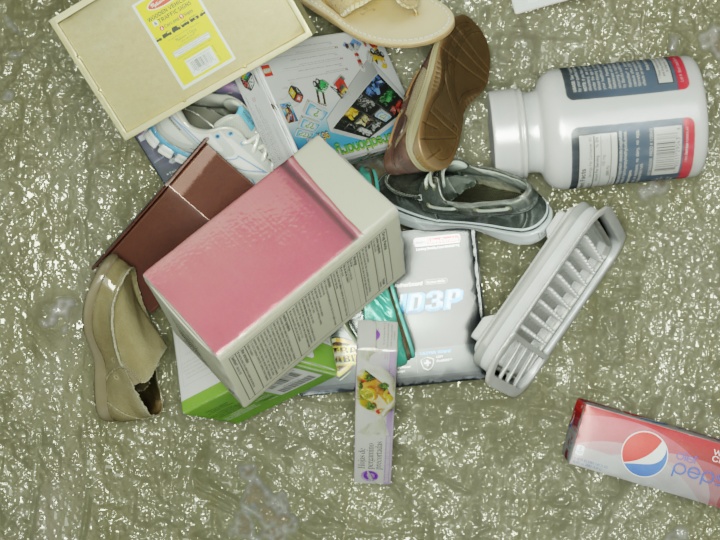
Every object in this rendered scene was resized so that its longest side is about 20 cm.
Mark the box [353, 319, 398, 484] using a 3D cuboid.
[{"bbox_3d":[0.014,0.131,1.142,0.039,0.041,0.200,3,133,2],"label":"box"}]

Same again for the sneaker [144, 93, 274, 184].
[{"bbox_3d":[-0.107,-0.118,1.108,0.200,0.087,0.075,23,62,-10],"label":"sneaker"}]

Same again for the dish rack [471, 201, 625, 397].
[{"bbox_3d":[0.178,0.025,1.137,0.044,0.172,0.200,36,92,23],"label":"dish rack"}]

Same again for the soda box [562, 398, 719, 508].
[{"bbox_3d":[0.307,0.186,1.169,0.200,0.070,0.063,16,90,4],"label":"soda box"}]

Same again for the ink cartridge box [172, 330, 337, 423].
[{"bbox_3d":[-0.114,0.031,1.170,0.148,0.076,0.200,-28,60,32],"label":"ink cartridge box"}]

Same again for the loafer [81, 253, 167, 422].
[{"bbox_3d":[-0.229,0.070,1.169,0.067,0.076,0.200,9,129,8],"label":"loafer"}]

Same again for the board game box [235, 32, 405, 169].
[{"bbox_3d":[-0.028,-0.164,1.138,0.035,0.200,0.126,-26,87,40],"label":"board game box"}]

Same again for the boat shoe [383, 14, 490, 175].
[{"bbox_3d":[0.070,-0.172,1.163,0.072,0.072,0.200,40,53,-30],"label":"boat shoe"}]

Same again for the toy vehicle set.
[{"bbox_3d":[-0.156,-0.215,1.032,0.200,0.027,0.124,-26,105,13],"label":"toy vehicle set"}]

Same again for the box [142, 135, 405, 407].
[{"bbox_3d":[-0.070,0.002,1.031,0.200,0.128,0.109,-40,67,-14],"label":"box"}]

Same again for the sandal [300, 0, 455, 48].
[{"bbox_3d":[-0.010,-0.283,1.153,0.212,0.070,0.078,24,63,24],"label":"sandal"}]

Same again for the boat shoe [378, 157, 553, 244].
[{"bbox_3d":[0.095,-0.081,1.145,0.200,0.071,0.072,11,55,35],"label":"boat shoe"}]

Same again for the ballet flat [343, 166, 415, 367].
[{"bbox_3d":[0.000,0.000,1.143,0.070,0.067,0.200,-12,89,-3],"label":"ballet flat"}]

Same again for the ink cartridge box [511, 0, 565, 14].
[{"bbox_3d":[0.227,-0.364,1.189,0.200,0.044,0.174,-15,90,3],"label":"ink cartridge box"}]

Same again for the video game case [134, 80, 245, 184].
[{"bbox_3d":[-0.146,-0.135,1.170,0.143,0.019,0.200,-23,114,15],"label":"video game case"}]

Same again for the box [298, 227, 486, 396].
[{"bbox_3d":[0.026,0.040,1.199,0.200,0.046,0.159,-5,89,4],"label":"box"}]

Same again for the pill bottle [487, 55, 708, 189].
[{"bbox_3d":[0.228,-0.142,1.151,0.200,0.120,0.120,-5,90,4],"label":"pill bottle"}]

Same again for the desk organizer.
[{"bbox_3d":[-0.178,-0.038,1.135,0.077,0.200,0.072,41,52,-10],"label":"desk organizer"}]
